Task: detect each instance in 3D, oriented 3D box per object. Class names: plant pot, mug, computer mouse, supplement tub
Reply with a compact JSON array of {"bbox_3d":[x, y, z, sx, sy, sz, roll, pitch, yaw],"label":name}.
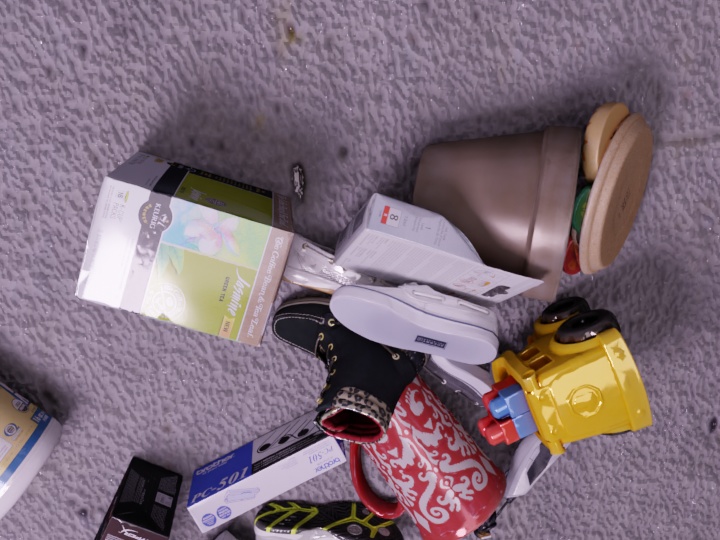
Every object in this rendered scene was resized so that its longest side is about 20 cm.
[{"bbox_3d":[0.151,-0.076,0.974,0.173,0.200,0.201,10,105,10],"label":"plant pot"},{"bbox_3d":[0.058,0.236,1.067,0.177,0.133,0.200,-36,102,2],"label":"mug"},{"bbox_3d":[0.208,0.265,1.117,0.044,0.110,0.200,41,86,8],"label":"computer mouse"},{"bbox_3d":[-0.471,0.188,0.991,0.200,0.145,0.145,39,98,-14],"label":"supplement tub"}]

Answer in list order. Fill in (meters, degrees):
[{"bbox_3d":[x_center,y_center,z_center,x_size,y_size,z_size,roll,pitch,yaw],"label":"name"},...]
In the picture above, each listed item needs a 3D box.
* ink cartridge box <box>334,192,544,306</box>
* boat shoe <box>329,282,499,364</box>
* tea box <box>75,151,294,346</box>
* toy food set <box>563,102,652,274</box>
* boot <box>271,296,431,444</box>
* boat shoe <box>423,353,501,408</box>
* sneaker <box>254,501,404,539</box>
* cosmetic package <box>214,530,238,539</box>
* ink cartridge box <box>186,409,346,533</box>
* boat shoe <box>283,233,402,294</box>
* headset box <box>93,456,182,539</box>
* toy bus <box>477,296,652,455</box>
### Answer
[{"bbox_3d":[0.083,-0.017,0.933,0.199,0.162,0.050,14,75,-10],"label":"ink cartridge box"},{"bbox_3d":[0.063,0.049,0.967,0.199,0.066,0.074,20,141,-11],"label":"boat shoe"},{"bbox_3d":[-0.182,-0.030,0.931,0.196,0.200,0.134,16,103,-9],"label":"tea box"},{"bbox_3d":[0.286,-0.088,0.985,0.048,0.200,0.199,20,98,27],"label":"toy food set"},{"bbox_3d":[-0.033,0.112,0.984,0.203,0.154,0.074,13,130,16],"label":"boot"},{"bbox_3d":[0.141,0.137,1.079,0.200,0.070,0.066,33,145,-33],"label":"boat shoe"},{"bbox_3d":[-0.041,0.358,1.125,0.199,0.075,0.077,7,113,3],"label":"sneaker"},{"bbox_3d":[-0.179,0.484,1.095,0.200,0.123,0.199,-42,105,17],"label":"cosmetic package"},{"bbox_3d":[-0.117,0.247,1.069,0.199,0.094,0.044,-27,106,2],"label":"ink cartridge box"},{"bbox_3d":[0.000,0.000,1.025,0.199,0.071,0.070,15,97,-11],"label":"boat shoe"},{"bbox_3d":[-0.300,0.360,1.053,0.077,0.149,0.201,25,102,-11],"label":"headset box"},{"bbox_3d":[0.221,0.136,1.012,0.191,0.200,0.136,-25,101,0],"label":"toy bus"}]
